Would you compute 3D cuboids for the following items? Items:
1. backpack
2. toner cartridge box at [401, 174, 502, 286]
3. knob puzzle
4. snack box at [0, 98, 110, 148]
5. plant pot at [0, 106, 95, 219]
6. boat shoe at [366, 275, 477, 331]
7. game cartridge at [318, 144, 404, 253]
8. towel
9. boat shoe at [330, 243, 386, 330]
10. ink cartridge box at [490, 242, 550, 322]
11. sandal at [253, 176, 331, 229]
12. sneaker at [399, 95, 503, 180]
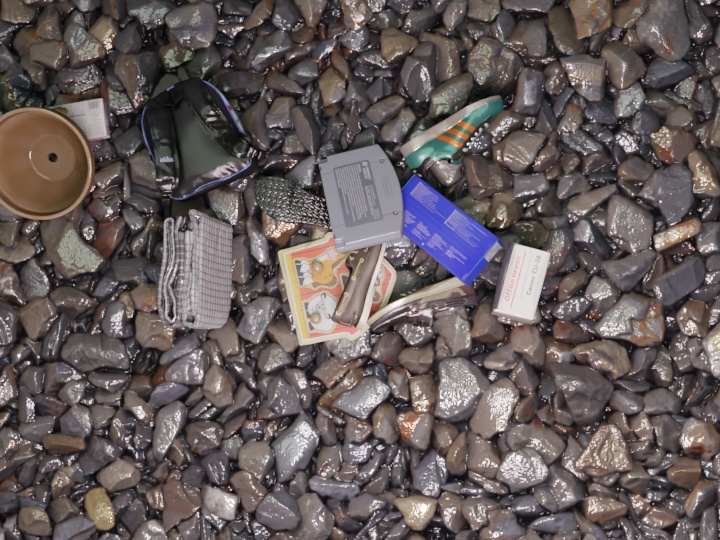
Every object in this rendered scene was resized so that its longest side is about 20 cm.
[{"bbox_3d":[-0.286,-0.233,1.652,0.200,0.154,0.191,-24,92,-3],"label":"backpack"},{"bbox_3d":[0.139,-0.071,1.622,0.200,0.043,0.095,41,90,26],"label":"toner cartridge box"},{"bbox_3d":[-0.033,0.027,1.669,0.219,0.030,0.220,0,86,5],"label":"knob puzzle"},{"bbox_3d":[-0.568,-0.268,1.744,0.199,0.024,0.072,-8,87,5],"label":"snack box"},{"bbox_3d":[-0.569,-0.197,1.694,0.200,0.093,0.201,1,104,3],"label":"plant pot"},{"bbox_3d":[0.109,0.067,1.631,0.200,0.072,0.065,-23,82,-5],"label":"boat shoe"},{"bbox_3d":[0.006,-0.126,1.629,0.133,0.041,0.200,-15,57,5],"label":"game cartridge"},{"bbox_3d":[-0.289,0.002,1.630,0.085,0.166,0.201,-1,86,11],"label":"towel"},{"bbox_3d":[0.000,0.000,1.622,0.059,0.072,0.201,15,83,-7],"label":"boat shoe"},{"bbox_3d":[0.263,0.022,1.555,0.067,0.200,0.117,14,88,7],"label":"ink cartridge box"},{"bbox_3d":[-0.097,-0.113,1.684,0.199,0.045,0.075,17,93,-8],"label":"sandal"},{"bbox_3d":[0.173,-0.231,1.651,0.200,0.071,0.080,-30,88,8],"label":"sneaker"}]
